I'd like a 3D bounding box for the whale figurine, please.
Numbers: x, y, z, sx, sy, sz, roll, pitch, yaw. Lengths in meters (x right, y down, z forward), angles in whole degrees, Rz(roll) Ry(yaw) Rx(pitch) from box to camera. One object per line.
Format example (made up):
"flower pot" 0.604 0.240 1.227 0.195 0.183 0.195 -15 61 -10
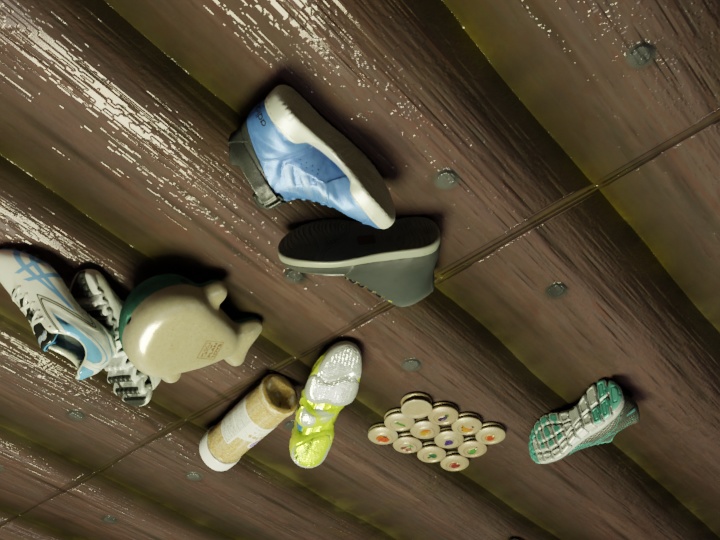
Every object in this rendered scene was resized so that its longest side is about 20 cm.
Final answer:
"whale figurine" -0.225 0.071 1.109 0.198 0.104 0.161 13 115 -46

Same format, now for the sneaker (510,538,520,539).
"sneaker" 0.334 0.596 1.674 0.198 0.082 0.088 32 136 -23

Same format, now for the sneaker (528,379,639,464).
"sneaker" 0.345 0.248 1.298 0.090 0.079 0.200 24 134 -29

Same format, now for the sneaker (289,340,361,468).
"sneaker" -0.058 0.181 1.238 0.074 0.105 0.203 21 104 -14

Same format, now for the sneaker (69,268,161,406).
"sneaker" -0.321 0.080 1.131 0.074 0.081 0.204 0 122 33

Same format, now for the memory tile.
"memory tile" 0.123 0.263 1.357 0.197 0.017 0.153 24 132 -23

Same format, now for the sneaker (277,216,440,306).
"sneaker" 0.000 0.000 1.030 0.194 0.076 0.108 -2 135 2

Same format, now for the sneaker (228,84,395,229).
"sneaker" -0.057 -0.097 0.923 0.110 0.078 0.199 -34 123 25

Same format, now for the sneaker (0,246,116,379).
"sneaker" -0.392 0.051 1.054 0.200 0.073 0.072 44 132 0

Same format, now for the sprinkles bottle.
"sprinkles bottle" -0.174 0.234 1.292 0.067 0.069 0.200 25 132 -25
